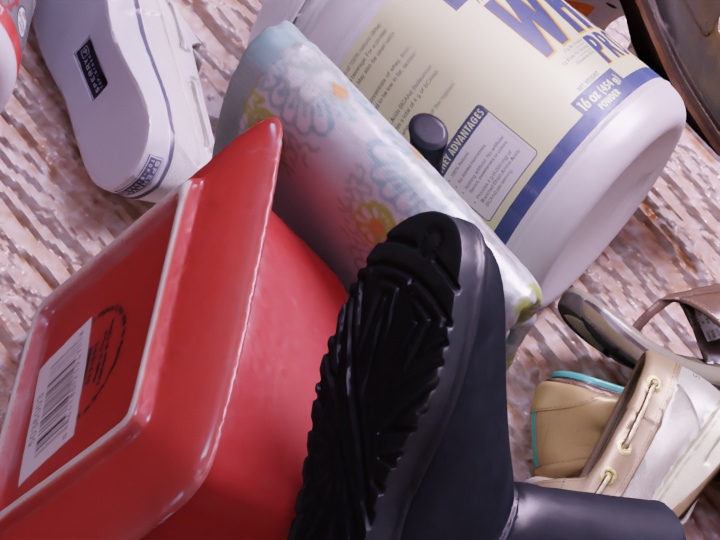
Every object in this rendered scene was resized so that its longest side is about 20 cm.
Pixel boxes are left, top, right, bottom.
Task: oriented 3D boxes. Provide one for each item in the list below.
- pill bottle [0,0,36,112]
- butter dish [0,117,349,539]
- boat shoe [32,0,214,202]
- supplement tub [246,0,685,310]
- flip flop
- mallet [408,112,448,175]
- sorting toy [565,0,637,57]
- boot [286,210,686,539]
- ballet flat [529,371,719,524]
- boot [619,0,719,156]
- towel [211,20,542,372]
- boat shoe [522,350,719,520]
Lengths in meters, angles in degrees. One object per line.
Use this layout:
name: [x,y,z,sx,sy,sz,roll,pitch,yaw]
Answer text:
pill bottle: [-0.217,-0.172,1.067,0.115,0.116,0.201,13,49,-10]
butter dish: [-0.063,0.072,0.907,0.147,0.199,0.201,31,46,-26]
boat shoe: [-0.119,-0.115,1.101,0.070,0.071,0.201,19,38,-43]
supplement tub: [0.053,-0.090,1.082,0.200,0.145,0.145,40,50,13]
flip flop: [0.192,0.040,1.067,0.198,0.081,0.058,17,92,-12]
mallet: [0.021,-0.026,0.990,0.041,0.201,0.066,-37,64,-17]
sorting toy: [0.111,-0.182,1.176,0.179,0.200,0.107,33,66,-7]
boot: [0.062,0.087,0.837,0.167,0.202,0.076,12,5,-34]
ballet flat: [0.176,0.101,1.043,0.198,0.069,0.064,12,77,-8]
boot: [0.182,-0.146,1.091,0.201,0.097,0.075,53,4,-20]
towel: [0.000,0.000,0.958,0.048,0.200,0.171,-39,74,-26]
boat shoe: [0.099,0.121,0.959,0.066,0.074,0.200,40,65,6]
